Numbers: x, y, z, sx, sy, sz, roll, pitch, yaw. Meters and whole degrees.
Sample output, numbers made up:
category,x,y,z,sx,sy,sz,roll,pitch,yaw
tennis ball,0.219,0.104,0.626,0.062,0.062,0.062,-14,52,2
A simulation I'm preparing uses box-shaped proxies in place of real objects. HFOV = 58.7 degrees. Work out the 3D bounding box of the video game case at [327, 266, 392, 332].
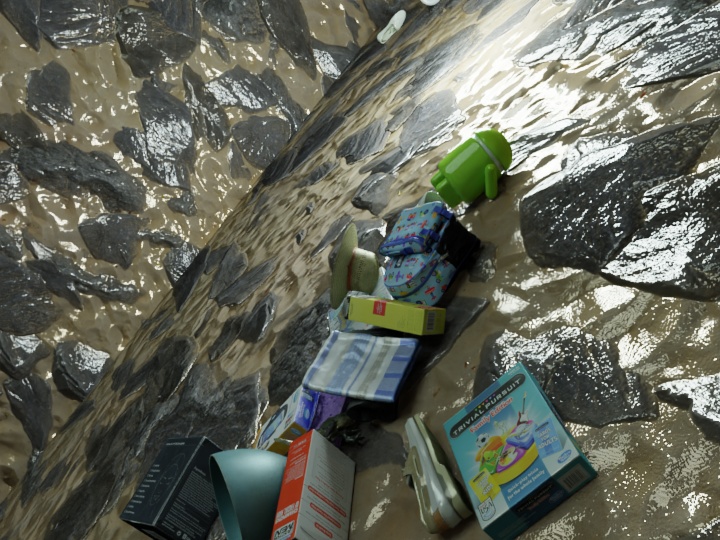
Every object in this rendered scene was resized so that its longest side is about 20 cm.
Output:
category,x,y,z,sx,sy,sz,roll,pitch,yaw
video game case,0.001,0.097,1.458,0.182,0.022,0.201,-41,23,13

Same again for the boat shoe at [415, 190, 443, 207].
category,x,y,z,sx,sy,sz,roll,pitch,yaw
boat shoe,0.139,-0.095,1.489,0.072,0.069,0.203,-48,14,54

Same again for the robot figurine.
category,x,y,z,sx,sy,sz,roll,pitch,yaw
robot figurine,0.254,-0.234,1.432,0.199,0.116,0.176,-41,30,12

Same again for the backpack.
category,x,y,z,sx,sy,sz,roll,pitch,yaw
backpack,0.119,-0.017,1.299,0.202,0.134,0.181,-57,24,-18

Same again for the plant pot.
category,x,y,z,sx,sy,sz,roll,pitch,yaw
plant pot,-0.166,0.393,1.096,0.132,0.205,0.199,-14,11,-24

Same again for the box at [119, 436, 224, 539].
category,x,y,z,sx,sy,sz,roll,pitch,yaw
box,-0.388,0.479,1.387,0.198,0.124,0.199,-19,37,49

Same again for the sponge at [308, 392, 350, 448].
category,x,y,z,sx,sy,sz,roll,pitch,yaw
sponge,-0.060,0.276,1.265,0.111,0.030,0.202,-25,30,40

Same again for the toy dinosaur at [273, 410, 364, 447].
category,x,y,z,sx,sy,sz,roll,pitch,yaw
toy dinosaur,-0.048,0.288,1.147,0.197,0.049,0.088,-18,21,-29

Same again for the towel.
category,x,y,z,sx,sy,sz,roll,pitch,yaw
towel,0.001,0.170,1.162,0.196,0.024,0.148,3,41,31

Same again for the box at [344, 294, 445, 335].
category,x,y,z,sx,sy,sz,roll,pitch,yaw
box,0.063,0.084,1.225,0.198,0.074,0.051,9,94,44

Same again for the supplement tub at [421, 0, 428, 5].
category,x,y,z,sx,sy,sz,roll,pitch,yaw
supplement tub,0.362,-1.406,3.129,0.131,0.132,0.202,-20,33,45

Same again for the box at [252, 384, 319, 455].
category,x,y,z,sx,sy,sz,roll,pitch,yaw
box,-0.154,0.318,1.293,0.201,0.041,0.120,-50,14,25

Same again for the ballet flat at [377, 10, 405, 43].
category,x,y,z,sx,sy,sz,roll,pitch,yaw
ballet flat,0.168,-1.262,3.338,0.199,0.069,0.070,-40,23,25

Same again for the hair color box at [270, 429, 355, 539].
category,x,y,z,sx,sy,sz,roll,pitch,yaw
hair color box,-0.072,0.373,1.024,0.063,0.111,0.202,-35,25,25

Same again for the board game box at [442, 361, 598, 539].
category,x,y,z,sx,sy,sz,roll,pitch,yaw
board game box,0.201,0.235,0.852,0.151,0.047,0.201,-42,24,11

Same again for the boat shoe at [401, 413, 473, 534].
category,x,y,z,sx,sy,sz,roll,pitch,yaw
boat shoe,0.093,0.286,0.922,0.068,0.075,0.201,-37,25,6

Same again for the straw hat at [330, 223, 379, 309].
category,x,y,z,sx,sy,sz,roll,pitch,yaw
straw hat,0.000,0.000,1.471,0.083,0.203,0.203,12,48,11

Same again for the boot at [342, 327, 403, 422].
category,x,y,z,sx,sy,sz,roll,pitch,yaw
boot,0.001,0.200,1.202,0.162,0.066,0.202,-17,35,20
